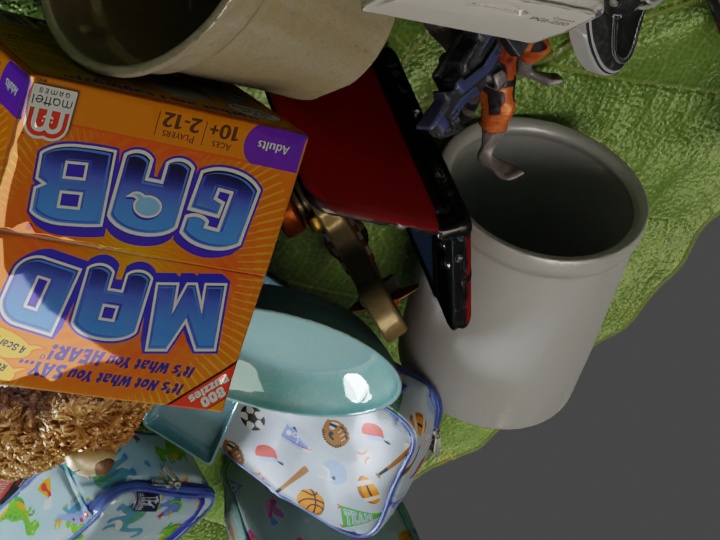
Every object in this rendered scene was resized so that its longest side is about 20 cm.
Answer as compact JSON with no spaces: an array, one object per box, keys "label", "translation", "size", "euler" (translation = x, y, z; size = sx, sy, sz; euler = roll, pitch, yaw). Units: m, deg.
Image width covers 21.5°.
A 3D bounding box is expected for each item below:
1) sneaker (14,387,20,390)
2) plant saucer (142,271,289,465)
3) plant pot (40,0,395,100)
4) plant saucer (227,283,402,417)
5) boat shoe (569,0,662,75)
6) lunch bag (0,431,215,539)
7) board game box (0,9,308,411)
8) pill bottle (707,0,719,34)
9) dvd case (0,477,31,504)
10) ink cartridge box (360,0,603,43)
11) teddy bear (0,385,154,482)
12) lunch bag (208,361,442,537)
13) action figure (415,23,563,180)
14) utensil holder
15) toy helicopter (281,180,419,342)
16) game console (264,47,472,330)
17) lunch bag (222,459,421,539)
[{"label":"sneaker","translation":[-0.204,0.059,1.473],"size":[0.199,0.078,0.080],"euler":[-31,146,7]},{"label":"plant saucer","translation":[-0.116,0.068,1.536],"size":[0.070,0.019,0.201],"euler":[31,125,7]},{"label":"plant pot","translation":[-0.078,-0.199,1.245],"size":[0.200,0.201,0.183],"euler":[-44,146,20]},{"label":"plant saucer","translation":[-0.063,0.056,1.437],"size":[0.198,0.036,0.200],"euler":[10,155,5]},{"label":"boat shoe","translation":[0.201,-0.223,1.408],"size":[0.072,0.068,0.201],"euler":[-42,145,-36]},{"label":"lunch bag","translation":[-0.232,0.222,1.634],"size":[0.200,0.083,0.160],"euler":[-41,154,18]},{"label":"board game box","translation":[-0.189,-0.045,1.277],"size":[0.199,0.200,0.201],"euler":[10,105,-32]},{"label":"pill bottle","translation":[0.312,-0.234,1.428],"size":[0.116,0.117,0.200],"euler":[-29,136,5]},{"label":"dvd case","translation":[-0.318,0.128,1.562],"size":[0.199,0.022,0.146],"euler":[18,122,-38]},{"label":"ink cartridge box","translation":[0.079,-0.260,1.230],"size":[0.145,0.202,0.085],"euler":[6,167,-29]},{"label":"teddy bear","translation":[-0.239,0.121,1.338],"size":[0.198,0.067,0.145],"euler":[-5,154,12]},{"label":"lunch bag","translation":[-0.029,0.118,1.571],"size":[0.076,0.199,0.161],"euler":[-45,161,-53]},{"label":"action figure","translation":[0.079,-0.159,1.395],"size":[0.200,0.104,0.194],"euler":[-52,138,-27]},{"label":"utensil holder","translation":[0.125,0.005,1.542],"size":[0.169,0.171,0.201],"euler":[-6,137,-20]},{"label":"toy helicopter","translation":[0.000,0.000,1.450],"size":[0.079,0.200,0.133],"euler":[-28,122,1]},{"label":"game console","translation":[-0.002,-0.067,1.385],"size":[0.118,0.201,0.173],"euler":[-13,138,-9]},{"label":"lunch bag","translation":[-0.028,0.240,1.675],"size":[0.159,0.201,0.077],"euler":[-12,138,-16]}]
